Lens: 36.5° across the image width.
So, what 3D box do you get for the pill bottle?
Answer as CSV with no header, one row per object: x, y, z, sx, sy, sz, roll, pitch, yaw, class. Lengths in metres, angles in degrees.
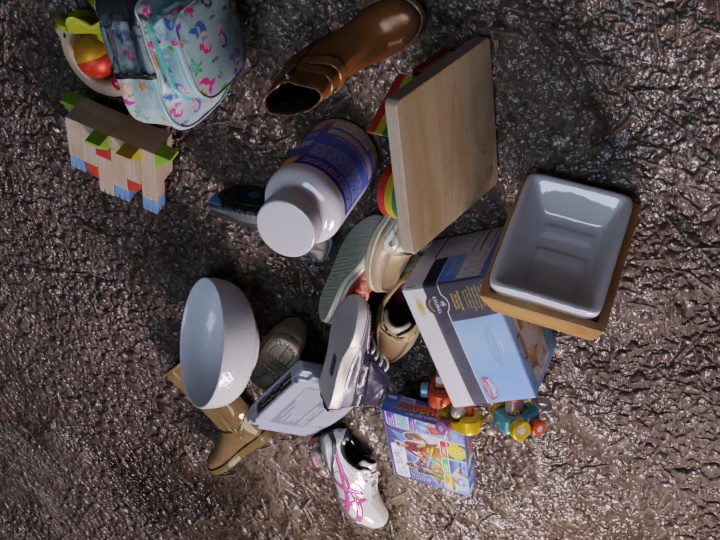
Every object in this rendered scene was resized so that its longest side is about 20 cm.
-0.059,-0.107,1.437,0.110,0.201,0.113,13,128,17,pill bottle

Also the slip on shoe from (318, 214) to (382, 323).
0.000,0.000,1.581,0.060,0.075,0.201,9,129,-24,slip on shoe

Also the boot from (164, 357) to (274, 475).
-0.261,0.239,1.878,0.175,0.066,0.200,-37,102,27,boot

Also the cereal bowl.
-0.212,0.114,1.705,0.082,0.202,0.201,3,138,-28,cereal bowl

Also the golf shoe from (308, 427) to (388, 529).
-0.004,0.350,1.817,0.091,0.073,0.201,-21,111,34,golf shoe

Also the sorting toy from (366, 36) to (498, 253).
0.084,-0.160,1.339,0.069,0.198,0.202,18,131,34,sorting toy

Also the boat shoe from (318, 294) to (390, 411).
0.004,0.119,1.600,0.091,0.075,0.202,-1,129,-25,boat shoe

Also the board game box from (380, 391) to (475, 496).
0.108,0.272,1.693,0.133,0.035,0.201,13,144,18,board game box

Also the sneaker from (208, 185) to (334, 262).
-0.132,-0.064,1.588,0.197,0.073,0.083,16,129,17,sneaker

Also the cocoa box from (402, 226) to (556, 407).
0.167,0.064,1.488,0.130,0.134,0.202,-11,117,31,cocoa box

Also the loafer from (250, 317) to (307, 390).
-0.131,0.133,1.735,0.076,0.068,0.200,43,147,-7,loafer

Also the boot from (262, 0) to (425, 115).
-0.024,-0.261,1.339,0.198,0.156,0.077,-11,117,32,boot

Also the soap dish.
0.250,-0.016,1.360,0.155,0.202,0.082,16,147,15,soap dish

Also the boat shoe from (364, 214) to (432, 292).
0.062,-0.050,1.478,0.065,0.072,0.202,34,118,29,boat shoe

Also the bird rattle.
-0.348,-0.305,1.537,0.161,0.113,0.201,3,138,38,bird rattle

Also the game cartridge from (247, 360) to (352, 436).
-0.081,0.205,1.734,0.132,0.041,0.200,17,142,-26,game cartridge

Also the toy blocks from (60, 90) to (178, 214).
-0.358,-0.166,1.628,0.198,0.100,0.138,23,141,10,toy blocks

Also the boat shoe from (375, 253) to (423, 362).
0.056,0.064,1.589,0.073,0.067,0.202,23,130,10,boat shoe

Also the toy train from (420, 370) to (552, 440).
0.176,0.184,1.577,0.197,0.150,0.056,4,113,15,toy train

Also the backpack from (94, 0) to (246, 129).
-0.238,-0.289,1.417,0.149,0.178,0.202,14,132,23,backpack
